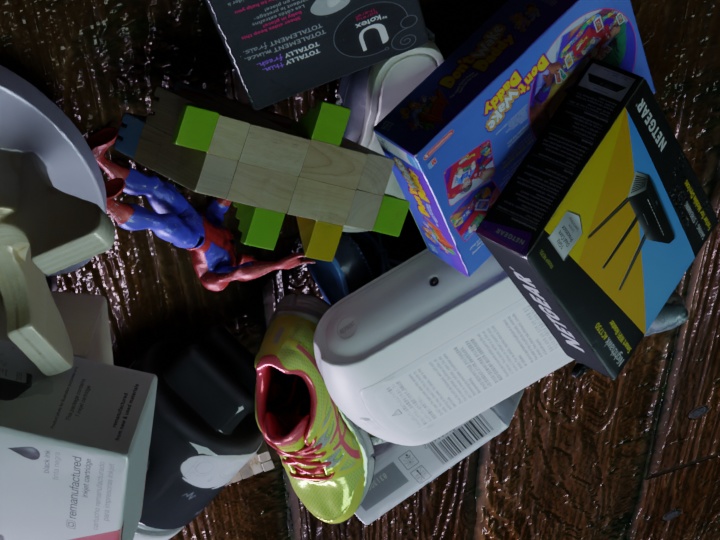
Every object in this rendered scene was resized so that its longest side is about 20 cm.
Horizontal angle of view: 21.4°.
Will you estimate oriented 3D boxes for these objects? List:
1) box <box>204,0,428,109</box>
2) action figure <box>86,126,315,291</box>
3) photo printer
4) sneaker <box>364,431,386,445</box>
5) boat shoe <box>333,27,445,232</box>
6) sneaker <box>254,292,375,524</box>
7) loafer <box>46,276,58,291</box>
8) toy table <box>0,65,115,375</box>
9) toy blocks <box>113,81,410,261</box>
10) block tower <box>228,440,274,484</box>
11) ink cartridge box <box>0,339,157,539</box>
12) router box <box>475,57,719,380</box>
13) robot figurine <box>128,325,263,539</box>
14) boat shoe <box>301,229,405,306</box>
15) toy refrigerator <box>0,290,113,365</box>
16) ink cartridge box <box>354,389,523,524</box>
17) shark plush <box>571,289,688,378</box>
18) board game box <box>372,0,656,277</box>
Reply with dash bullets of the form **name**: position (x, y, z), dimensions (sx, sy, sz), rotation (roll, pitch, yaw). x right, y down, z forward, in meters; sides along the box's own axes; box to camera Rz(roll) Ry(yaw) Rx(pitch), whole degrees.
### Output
- **box**: position (-0.045, -0.206, 1.108), dimensions (0.122, 0.107, 0.200), rotation (-20, 149, 0)
- **action figure**: position (-0.107, -0.042, 1.358), dimensions (0.098, 0.066, 0.200), rotation (-19, 151, 18)
- **photo printer**: position (0.068, 0.050, 1.439), dimensions (0.199, 0.070, 0.166), rotation (-31, 145, 6)
- **sneaker**: position (0.060, 0.069, 1.564), dimensions (0.200, 0.076, 0.088), rotation (-43, 172, 0)
- **boat shoe**: position (0.009, -0.106, 1.340), dimensions (0.074, 0.062, 0.201), rotation (-10, 145, -15)
- **sneaker**: position (-0.047, 0.123, 1.489), dimensions (0.078, 0.090, 0.201), rotation (-1, 120, 24)
- **loafer**: position (-0.256, 0.020, 1.381), dimensions (0.073, 0.071, 0.201), rotation (17, 131, 0)
- **toy table**: position (-0.239, -0.031, 1.201), dimensions (0.183, 0.118, 0.200), rotation (-30, 132, 24)
- **toy blocks**: position (-0.080, -0.081, 1.261), dimensions (0.199, 0.136, 0.101), rotation (11, 101, -42)
- **block tower**: position (-0.180, 0.173, 1.659), dimensions (0.199, 0.058, 0.054), rotation (-21, 149, -5)
- **ink cartridge box**: position (-0.246, 0.124, 1.270), dimensions (0.199, 0.084, 0.145), rotation (13, 130, 2)
- **router box**: position (0.171, -0.032, 1.341), dimensions (0.150, 0.051, 0.200), rotation (-55, 144, -10)
- **robot figurine**: position (-0.159, 0.135, 1.543), dimensions (0.150, 0.125, 0.200), rotation (13, 130, -41)
- **boat shoe**: position (0.000, 0.000, 1.499), dimensions (0.068, 0.084, 0.200), rotation (-32, 167, -5)
- **toy refrigerator**: position (-0.277, 0.059, 1.321), dimensions (0.199, 0.070, 0.076), rotation (5, 131, 4)
- **ink cartridge box**: position (0.074, 0.121, 1.632), dimensions (0.160, 0.047, 0.200), rotation (-39, -176, 24)
- **shark plush**: position (0.184, 0.054, 1.670), dimensions (0.199, 0.084, 0.091), rotation (-24, 149, 4)
- **board game box**: position (0.110, -0.110, 1.310), dimensions (0.200, 0.045, 0.135), rotation (-44, 140, -15)
